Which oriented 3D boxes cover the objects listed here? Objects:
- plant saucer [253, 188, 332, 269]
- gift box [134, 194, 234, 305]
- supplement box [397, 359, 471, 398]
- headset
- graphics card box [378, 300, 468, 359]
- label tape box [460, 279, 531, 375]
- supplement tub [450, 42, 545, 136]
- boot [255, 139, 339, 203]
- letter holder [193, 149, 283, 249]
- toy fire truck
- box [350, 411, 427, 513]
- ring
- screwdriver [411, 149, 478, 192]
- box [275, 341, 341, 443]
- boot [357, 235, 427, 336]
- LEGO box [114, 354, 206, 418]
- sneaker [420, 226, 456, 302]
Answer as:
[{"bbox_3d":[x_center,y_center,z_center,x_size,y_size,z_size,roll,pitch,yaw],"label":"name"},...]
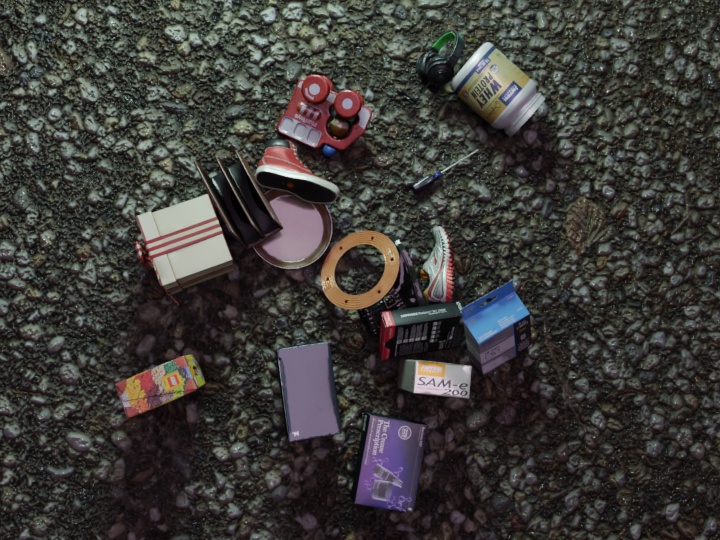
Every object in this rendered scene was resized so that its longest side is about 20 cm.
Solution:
[{"bbox_3d":[-0.167,-0.102,1.639,0.200,0.032,0.201,1,84,-6],"label":"plant saucer"},{"bbox_3d":[-0.390,-0.040,1.528,0.186,0.185,0.200,-19,80,-11],"label":"gift box"},{"bbox_3d":[0.162,0.242,1.554,0.126,0.200,0.074,6,83,-6],"label":"supplement box"},{"bbox_3d":[0.170,-0.500,1.683,0.094,0.124,0.200,24,106,-29],"label":"headset"},{"bbox_3d":[0.143,0.138,1.596,0.199,0.126,0.051,-8,46,-10],"label":"graphics card box"},{"bbox_3d":[0.317,0.136,1.592,0.144,0.200,0.063,-29,48,-9],"label":"label tape box"},{"bbox_3d":[0.336,-0.439,1.684,0.200,0.144,0.144,41,80,-1],"label":"supplement tub"},{"bbox_3d":[-0.138,-0.243,1.628,0.199,0.072,0.145,18,49,-9],"label":"boot"},{"bbox_3d":[-0.277,-0.170,1.552,0.100,0.142,0.200,-30,76,0],"label":"letter holder"},{"bbox_3d":[-0.083,-0.368,1.654,0.200,0.112,0.168,25,105,-3],"label":"toy fire truck"},{"bbox_3d":[0.066,0.439,1.583,0.141,0.079,0.201,11,82,-8],"label":"box"},{"bbox_3d":[0.000,0.000,1.606,0.200,0.019,0.201,-11,62,22],"label":"ring"},{"bbox_3d":[0.212,-0.250,1.701,0.200,0.029,0.028,-32,88,-4],"label":"screwdriver"},{"bbox_3d":[-0.119,0.261,1.517,0.117,0.200,0.197,-7,85,-8],"label":"box"},{"bbox_3d":[0.055,0.036,1.626,0.157,0.079,0.212,-20,87,-9],"label":"boot"},{"bbox_3d":[-0.423,0.245,1.481,0.149,0.200,0.077,-22,87,-9],"label":"LEGO box"},{"bbox_3d":[0.180,-0.018,1.634,0.082,0.078,0.201,-6,59,13],"label":"sneaker"}]
